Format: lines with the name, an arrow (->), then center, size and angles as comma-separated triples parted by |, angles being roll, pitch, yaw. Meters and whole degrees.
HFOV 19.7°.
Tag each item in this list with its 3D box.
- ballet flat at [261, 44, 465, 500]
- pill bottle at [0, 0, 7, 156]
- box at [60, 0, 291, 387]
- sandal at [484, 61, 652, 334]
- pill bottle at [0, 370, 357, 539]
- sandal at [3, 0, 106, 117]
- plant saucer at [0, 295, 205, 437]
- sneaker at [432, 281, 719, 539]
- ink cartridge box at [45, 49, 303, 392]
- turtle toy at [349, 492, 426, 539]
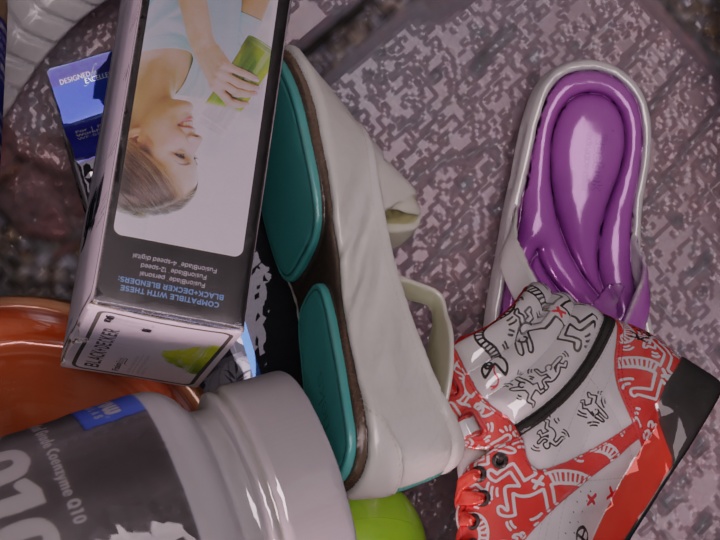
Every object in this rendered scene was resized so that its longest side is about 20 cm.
ballet flat -> 0.000, 0.000, 0.855 | 0.069, 0.070, 0.202 | -8, 65, -8
pill bottle -> -0.201, -0.026, 0.820 | 0.115, 0.116, 0.202 | 3, 79, -8
box -> -0.071, -0.063, 0.831 | 0.060, 0.117, 0.202 | 11, 73, -11
sandal -> 0.098, 0.005, 0.936 | 0.082, 0.050, 0.205 | -1, 86, -8
pill bottle -> -0.108, 0.113, 0.790 | 0.198, 0.114, 0.115 | -18, 88, -17
sandal -> -0.148, -0.141, 0.920 | 0.203, 0.050, 0.082 | -46, 114, 2
plant saucer -> -0.144, 0.111, 0.889 | 0.198, 0.032, 0.202 | 0, 92, 8
sneaker -> 0.056, 0.100, 0.860 | 0.107, 0.067, 0.202 | 32, 71, 10
ink cartridge box -> -0.065, -0.007, 0.915 | 0.099, 0.039, 0.202 | -18, 95, -9
turtle toy -> -0.008, 0.190, 0.885 | 0.145, 0.101, 0.202 | 18, 82, -37
